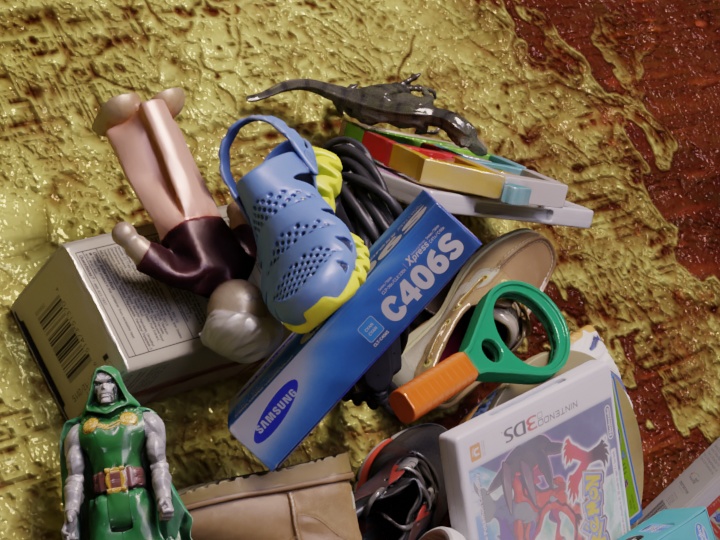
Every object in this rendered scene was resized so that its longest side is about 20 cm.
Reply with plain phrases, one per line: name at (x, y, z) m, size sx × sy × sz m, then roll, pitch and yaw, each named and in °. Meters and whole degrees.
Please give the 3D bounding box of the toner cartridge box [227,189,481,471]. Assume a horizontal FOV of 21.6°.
toner cartridge box at (-0.006, 0.037, 1.249) m, size 0.043 × 0.200 × 0.095 m, roll 42°, pitch 3°, yaw -6°

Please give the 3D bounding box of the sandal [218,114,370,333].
sandal at (-0.052, -0.036, 1.242) m, size 0.087 × 0.079 × 0.200 m, roll 44°, pitch 14°, yaw -33°

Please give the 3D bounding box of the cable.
cable at (0.000, 0.000, 1.374) m, size 0.050 × 0.163 × 0.202 m, roll -9°, pitch 103°, yaw -10°

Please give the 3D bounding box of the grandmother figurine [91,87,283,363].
grandmother figurine at (-0.113, -0.026, 1.261) m, size 0.121 × 0.061 × 0.201 m, roll -17°, pitch 70°, yaw -36°

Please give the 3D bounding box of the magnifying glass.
magnifying glass at (0.088, 0.064, 1.375) m, size 0.199 × 0.022 × 0.080 m, roll -27°, pitch 80°, yaw -49°

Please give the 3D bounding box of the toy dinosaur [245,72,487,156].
toy dinosaur at (0.011, -0.138, 1.546) m, size 0.198 × 0.048 × 0.088 m, roll 11°, pitch 16°, yaw 3°

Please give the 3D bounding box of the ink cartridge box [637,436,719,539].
ink cartridge box at (0.348, 0.224, 1.511) m, size 0.200 × 0.176 × 0.084 m, roll 46°, pitch 6°, yaw -5°

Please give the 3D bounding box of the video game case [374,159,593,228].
video game case at (0.075, -0.066, 1.532) m, size 0.199 × 0.018 × 0.143 m, roll 5°, pitch 13°, yaw -45°

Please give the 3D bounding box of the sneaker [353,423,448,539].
sneaker at (0.031, 0.168, 1.355) m, size 0.077 × 0.082 × 0.200 m, roll 47°, pitch 42°, yaw -2°

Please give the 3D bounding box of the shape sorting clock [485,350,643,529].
shape sorting clock at (0.153, 0.161, 1.452) m, size 0.199 × 0.039 × 0.202 m, roll -4°, pitch 96°, yaw -45°

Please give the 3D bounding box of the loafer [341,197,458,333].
loafer at (0.028, -0.007, 1.488) m, size 0.199 × 0.071 × 0.073 m, roll 25°, pitch 47°, yaw -25°

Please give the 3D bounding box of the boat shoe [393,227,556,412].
boat shoe at (0.098, 0.043, 1.469) m, size 0.200 × 0.066 × 0.074 m, roll -48°, pitch 119°, yaw -26°

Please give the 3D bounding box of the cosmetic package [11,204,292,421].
cosmetic package at (-0.128, 0.026, 1.316) m, size 0.199 × 0.087 × 0.104 m, roll -14°, pitch 69°, yaw -45°

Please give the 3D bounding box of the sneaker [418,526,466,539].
sneaker at (0.068, 0.282, 1.311) m, size 0.084 × 0.073 × 0.202 m, roll 16°, pitch 68°, yaw -39°

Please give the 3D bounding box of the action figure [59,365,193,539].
action figure at (-0.148, 0.156, 1.175) m, size 0.117 × 0.055 × 0.202 m, roll -10°, pitch 71°, yaw -3°

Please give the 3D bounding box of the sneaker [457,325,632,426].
sneaker at (0.156, 0.113, 1.510) m, size 0.199 × 0.075 × 0.088 m, roll -27°, pitch 80°, yaw -47°

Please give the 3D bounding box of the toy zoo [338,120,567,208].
toy zoo at (0.078, -0.083, 1.512) m, size 0.130 × 0.021 × 0.200 m, roll 9°, pitch 10°, yaw -25°

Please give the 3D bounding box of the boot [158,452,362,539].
boot at (-0.061, 0.233, 1.231) m, size 0.174 × 0.066 × 0.202 m, roll -12°, pitch 84°, yaw -6°

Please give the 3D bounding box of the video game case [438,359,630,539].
video game case at (0.136, 0.188, 1.394) m, size 0.182 × 0.023 × 0.202 m, roll -21°, pitch 108°, yaw -43°

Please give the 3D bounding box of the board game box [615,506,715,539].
board game box at (0.202, 0.283, 1.393) m, size 0.199 × 0.047 × 0.152 m, roll -23°, pitch 97°, yaw -39°
